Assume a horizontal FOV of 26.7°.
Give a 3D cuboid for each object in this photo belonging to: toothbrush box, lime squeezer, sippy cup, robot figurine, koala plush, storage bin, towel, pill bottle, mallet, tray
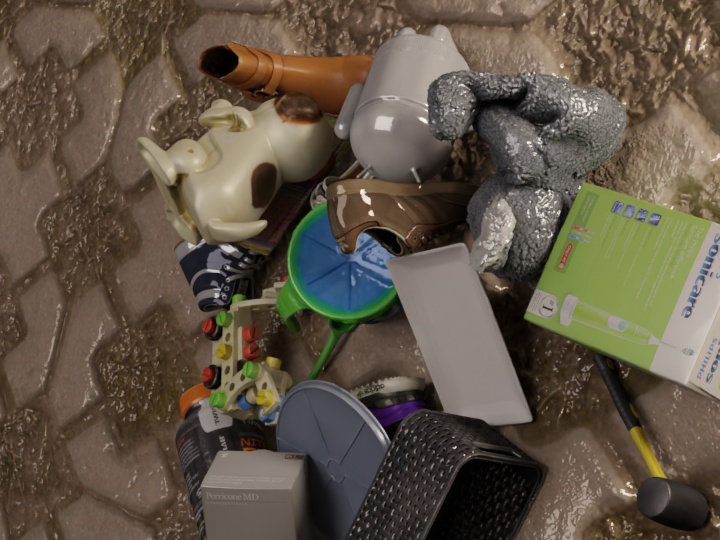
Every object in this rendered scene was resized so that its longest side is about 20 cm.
[{"bbox_3d":[0.272,0.019,1.410,0.200,0.086,0.146,22,88,47],"label":"toothbrush box"},{"bbox_3d":[-0.025,0.036,1.754,0.070,0.038,0.201,11,88,47],"label":"lime squeezer"},{"bbox_3d":[0.000,0.000,1.654,0.177,0.130,0.141,1,78,13],"label":"sippy cup"},{"bbox_3d":[0.054,-0.175,1.648,0.169,0.113,0.201,-3,52,28],"label":"robot figurine"},{"bbox_3d":[0.165,-0.080,1.501,0.183,0.177,0.201,3,77,36],"label":"koala plush"},{"bbox_3d":[0.077,0.252,1.519,0.094,0.135,0.201,34,104,45],"label":"storage bin"},{"bbox_3d":[-0.106,-0.110,1.808,0.143,0.023,0.200,16,60,35],"label":"towel"},{"bbox_3d":[-0.157,0.231,1.786,0.106,0.106,0.201,-41,54,31],"label":"pill bottle"},{"bbox_3d":[0.255,0.154,1.415,0.041,0.066,0.201,-44,51,25],"label":"mallet"},{"bbox_3d":[0.105,0.068,1.557,0.107,0.022,0.201,-12,106,39],"label":"tray"}]

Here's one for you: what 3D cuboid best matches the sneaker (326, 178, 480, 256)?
[{"bbox_3d":[0.050,-0.050,1.560,0.070,0.199,0.076,-14,77,57],"label":"sneaker"}]

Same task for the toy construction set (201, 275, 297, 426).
[{"bbox_3d":[-0.121,0.091,1.761,0.131,0.092,0.201,-26,40,41],"label":"toy construction set"}]

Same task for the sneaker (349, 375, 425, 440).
[{"bbox_3d":[-0.004,0.187,1.670,0.200,0.069,0.100,-25,69,41],"label":"sneaker"}]

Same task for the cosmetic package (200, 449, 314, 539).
[{"bbox_3d":[-0.106,0.301,1.649,0.106,0.090,0.201,-2,114,11],"label":"cosmetic package"}]

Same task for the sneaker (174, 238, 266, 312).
[{"bbox_3d":[-0.135,-0.020,1.860,0.199,0.070,0.109,-29,70,27],"label":"sneaker"}]

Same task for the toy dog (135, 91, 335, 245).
[{"bbox_3d":[-0.125,-0.127,1.717,0.200,0.140,0.194,-34,32,-17],"label":"toy dog"}]

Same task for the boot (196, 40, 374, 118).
[{"bbox_3d":[-0.084,-0.238,1.800,0.199,0.155,0.077,8,85,46],"label":"boot"}]

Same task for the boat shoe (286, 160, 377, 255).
[{"bbox_3d":[-0.024,-0.080,1.740,0.200,0.070,0.071,-39,37,25],"label":"boat shoe"}]

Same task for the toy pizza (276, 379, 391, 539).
[{"bbox_3d":[-0.016,0.209,1.624,0.200,0.032,0.201,25,126,40],"label":"toy pizza"}]
